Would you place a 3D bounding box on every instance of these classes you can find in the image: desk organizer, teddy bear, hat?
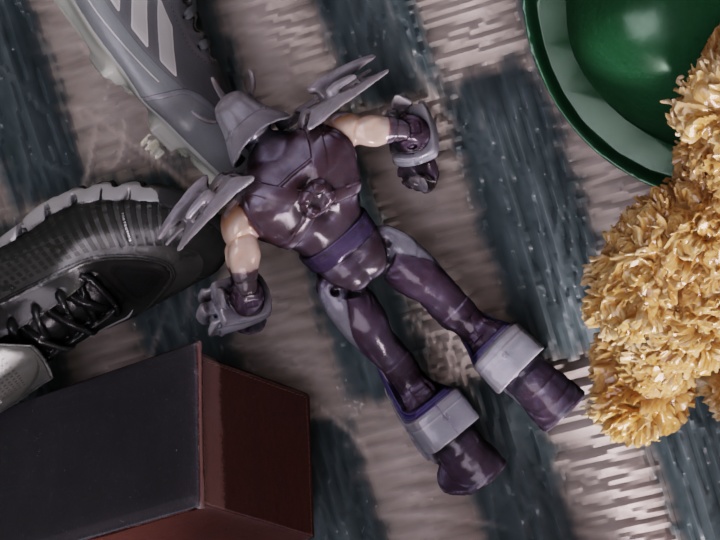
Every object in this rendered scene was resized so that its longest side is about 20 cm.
[{"bbox_3d":[-0.120,0.099,0.978,0.200,0.077,0.072,-19,63,34],"label":"desk organizer"},{"bbox_3d":[0.148,-0.006,0.844,0.145,0.067,0.200,8,127,-28],"label":"teddy bear"},{"bbox_3d":[0.117,-0.093,0.818,0.199,0.176,0.166,0,102,15],"label":"hat"}]

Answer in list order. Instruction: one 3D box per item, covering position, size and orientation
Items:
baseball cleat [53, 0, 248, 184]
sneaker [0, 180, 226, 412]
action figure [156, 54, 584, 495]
[{"bbox_3d":[-0.088,-0.133,0.926,0.106,0.070,0.200,-39,102,0],"label":"baseball cleat"},{"bbox_3d":[-0.146,0.022,0.957,0.200,0.091,0.067,-12,139,21],"label":"sneaker"},{"bbox_3d":[0.000,0.000,0.918,0.130,0.069,0.200,-39,100,1],"label":"action figure"}]
